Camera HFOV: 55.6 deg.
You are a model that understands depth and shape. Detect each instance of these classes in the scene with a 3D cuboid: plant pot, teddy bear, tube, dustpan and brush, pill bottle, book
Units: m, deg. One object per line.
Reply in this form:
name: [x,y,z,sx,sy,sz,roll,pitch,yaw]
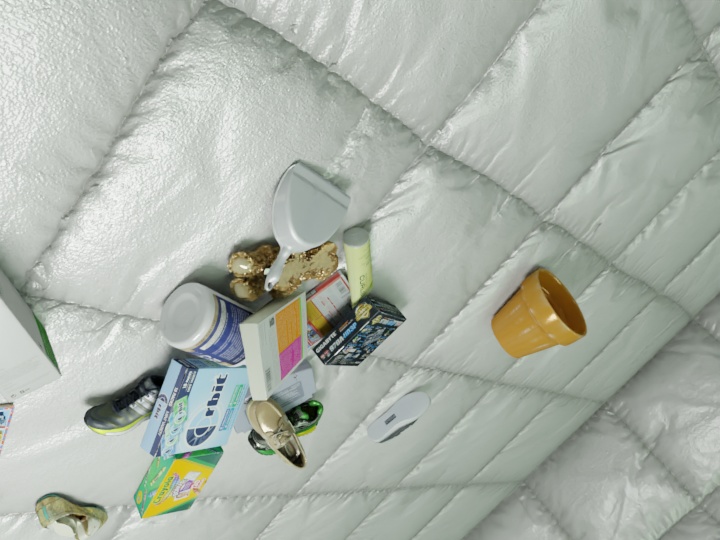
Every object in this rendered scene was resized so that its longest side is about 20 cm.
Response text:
plant pot: [0.445,0.128,1.757,0.183,0.201,0.200,-39,148,29]
teddy bear: [-0.139,-0.011,1.192,0.199,0.067,0.145,-28,126,-12]
tube: [0.000,0.000,1.330,0.058,0.052,0.200,-15,142,-8]
dustpan and brush: [-0.106,-0.059,1.125,0.139,0.057,0.201,31,72,-40]
pill bottle: [-0.239,0.104,1.183,0.111,0.111,0.200,-44,144,8]
book: [-0.145,0.126,1.202,0.200,0.048,0.134,-41,127,-70]

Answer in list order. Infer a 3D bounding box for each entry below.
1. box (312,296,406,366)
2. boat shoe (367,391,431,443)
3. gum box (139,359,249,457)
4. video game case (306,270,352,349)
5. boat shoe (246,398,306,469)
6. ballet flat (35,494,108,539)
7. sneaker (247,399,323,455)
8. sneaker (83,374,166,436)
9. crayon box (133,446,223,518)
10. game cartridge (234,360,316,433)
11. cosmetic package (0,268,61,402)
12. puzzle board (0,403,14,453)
box: [0.002,0.133,1.438,0.159,0.046,0.200,-45,160,9]
boat shoe: [0.113,0.404,1.856,0.200,0.072,0.068,-40,143,7]
gum box: [-0.297,0.250,1.271,0.200,0.044,0.171,12,101,-62]
video game case: [-0.095,0.096,1.380,0.200,0.017,0.143,-37,145,-3]
boat shoe: [-0.171,0.342,1.438,0.072,0.065,0.201,-38,121,-21]
ballet flat: [-0.576,0.509,1.377,0.071,0.071,0.200,-35,145,-4]
sneaker: [-0.167,0.341,1.529,0.200,0.078,0.085,-23,151,-43]
sneaker: [-0.398,0.231,1.231,0.199,0.074,0.081,-16,133,-39]
crayon box: [-0.391,0.439,1.465,0.118,0.058,0.200,5,127,-44]
game cartridge: [-0.192,0.269,1.473,0.199,0.041,0.134,-26,146,-17]
cosmetic package: [-0.498,0.077,0.932,0.085,0.108,0.200,-26,144,-17]
puzzle board: [-0.669,0.277,1.081,0.199,0.017,0.151,2,129,-41]
